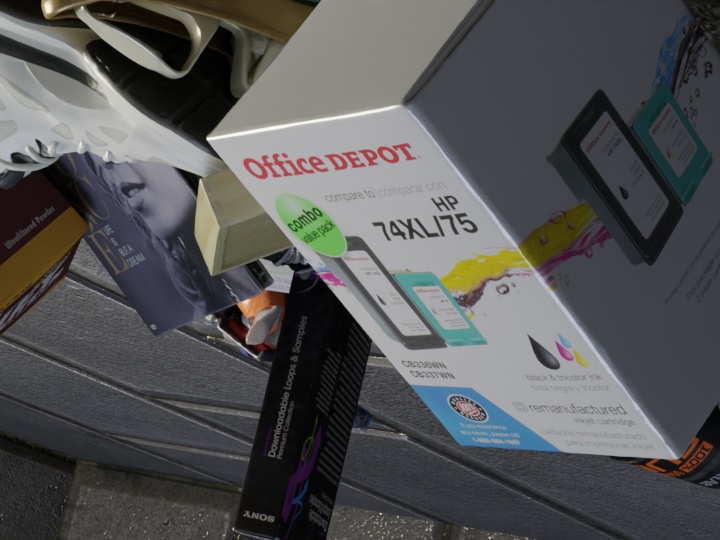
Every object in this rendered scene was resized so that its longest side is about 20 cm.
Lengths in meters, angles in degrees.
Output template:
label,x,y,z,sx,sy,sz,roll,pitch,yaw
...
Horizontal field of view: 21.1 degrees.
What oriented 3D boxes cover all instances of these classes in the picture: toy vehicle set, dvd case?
label,x,y,z,sx,sy,sz,roll,pitch,yaw
toy vehicle set,0.011,-0.054,1.018,0.199,0.027,0.124,-20,172,-11
dvd case,-0.144,-0.056,1.128,0.200,0.016,0.149,55,149,-8

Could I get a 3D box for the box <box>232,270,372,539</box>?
label,x,y,z,sx,sy,sz,roll,pitch,yaw
box,-0.032,0.088,1.282,0.036,0.201,0.143,9,166,12

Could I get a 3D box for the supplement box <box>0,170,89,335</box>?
label,x,y,z,sx,sy,sz,roll,pitch,yaw
supplement box,-0.290,-0.040,1.216,0.197,0.133,0.200,49,164,-1

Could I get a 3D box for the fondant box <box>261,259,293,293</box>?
label,x,y,z,sx,sy,sz,roll,pitch,yaw
fondant box,-0.049,-0.032,1.365,0.143,0.059,0.200,8,167,22

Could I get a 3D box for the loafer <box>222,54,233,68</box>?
label,x,y,z,sx,sy,sz,roll,pitch,yaw
loafer,-0.046,-0.087,1.127,0.062,0.072,0.200,-4,172,4

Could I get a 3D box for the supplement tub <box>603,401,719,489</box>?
label,x,y,z,sx,sy,sz,roll,pitch,yaw
supplement tub,0.234,0.091,1.452,0.199,0.123,0.122,17,167,-18

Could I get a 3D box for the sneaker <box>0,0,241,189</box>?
label,x,y,z,sx,sy,sz,roll,pitch,yaw
sneaker,-0.144,-0.081,1.032,0.200,0.076,0.116,31,128,7

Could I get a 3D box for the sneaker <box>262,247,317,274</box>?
label,x,y,z,sx,sy,sz,roll,pitch,yaw
sneaker,0.000,0.000,1.149,0.199,0.116,0.075,-7,173,-18

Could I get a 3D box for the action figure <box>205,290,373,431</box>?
label,x,y,z,sx,sy,sz,roll,pitch,yaw
action figure,-0.055,0.037,1.586,0.200,0.105,0.193,36,-179,21

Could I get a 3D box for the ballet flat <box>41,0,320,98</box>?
label,x,y,z,sx,sy,sz,roll,pitch,yaw
ballet flat,-0.072,-0.120,0.985,0.199,0.063,0.069,19,165,-23

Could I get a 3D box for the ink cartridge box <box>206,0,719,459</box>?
label,x,y,z,sx,sy,sz,roll,pitch,yaw
ink cartridge box,0.070,-0.041,0.836,0.146,0.146,0.200,-4,132,53
